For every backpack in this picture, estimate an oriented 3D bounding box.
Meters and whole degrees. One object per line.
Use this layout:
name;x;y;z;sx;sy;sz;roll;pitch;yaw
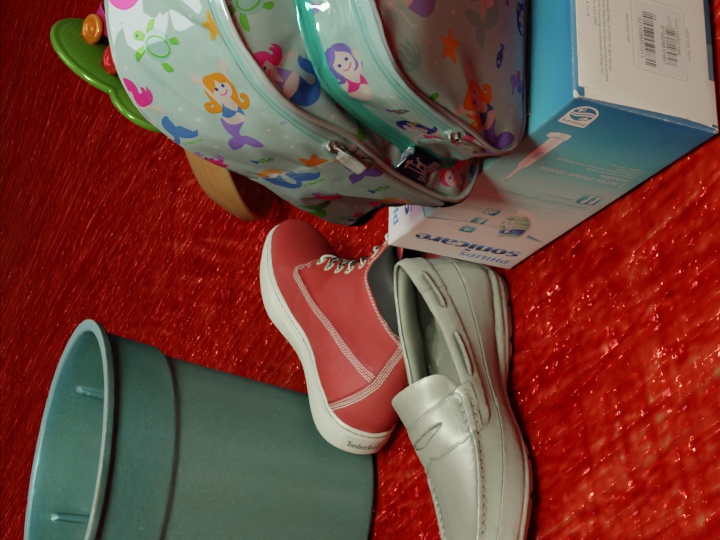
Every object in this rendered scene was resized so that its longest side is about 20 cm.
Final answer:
backpack;-0.017;-0.126;0.686;0.150;0.199;0.180;-15;65;44

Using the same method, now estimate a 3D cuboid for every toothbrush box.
toothbrush box;0.092;-0.105;0.778;0.200;0.084;0.148;142;134;-57

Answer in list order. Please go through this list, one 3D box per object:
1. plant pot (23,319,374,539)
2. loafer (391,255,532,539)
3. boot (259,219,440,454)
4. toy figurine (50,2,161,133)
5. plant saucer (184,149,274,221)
plant pot;-0.106;0.149;0.986;0.200;0.194;0.203;-168;90;-68
loafer;0.049;0.082;0.810;0.070;0.069;0.202;128;146;-47
boot;0.000;0.000;0.976;0.145;0.072;0.201;-63;35;32
toy figurine;-0.221;-0.282;1.595;0.185;0.149;0.201;-55;53;26
plant saucer;-0.115;-0.137;1.204;0.200;0.037;0.203;-11;-90;-80
